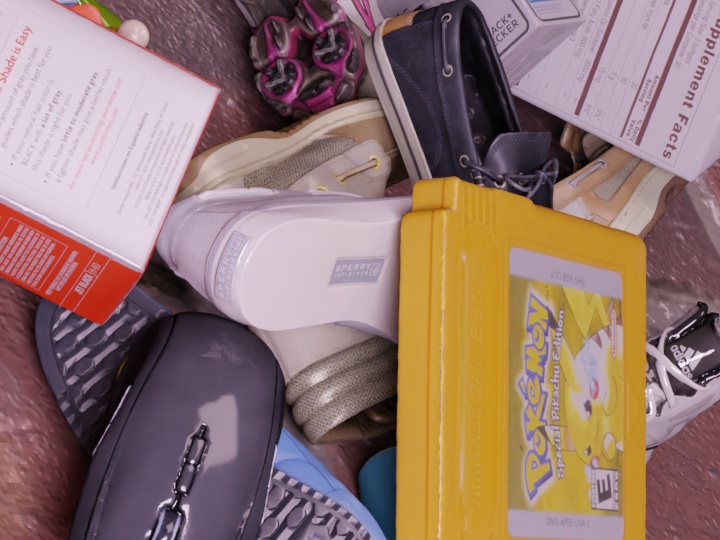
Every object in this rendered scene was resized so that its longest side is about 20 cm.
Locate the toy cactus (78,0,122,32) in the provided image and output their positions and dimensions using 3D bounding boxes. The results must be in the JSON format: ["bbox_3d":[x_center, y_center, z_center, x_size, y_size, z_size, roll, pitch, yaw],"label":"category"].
[{"bbox_3d":[-0.159,-0.148,1.241,0.164,0.102,0.201,-3,66,-41],"label":"toy cactus"}]

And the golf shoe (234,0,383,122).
[{"bbox_3d":[-0.031,-0.149,1.422,0.092,0.072,0.201,36,33,-56],"label":"golf shoe"}]

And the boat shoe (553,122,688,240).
[{"bbox_3d":[0.154,-0.066,1.552,0.076,0.072,0.200,45,31,-2],"label":"boat shoe"}]

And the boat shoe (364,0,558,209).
[{"bbox_3d":[0.067,-0.044,1.300,0.074,0.062,0.201,1,64,-62],"label":"boat shoe"}]

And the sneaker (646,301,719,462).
[{"bbox_3d":[0.125,0.057,1.335,0.200,0.115,0.076,-8,62,-54],"label":"sneaker"}]

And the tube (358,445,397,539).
[{"bbox_3d":[0.036,0.175,1.168,0.077,0.050,0.201,16,49,-32],"label":"tube"}]

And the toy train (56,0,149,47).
[{"bbox_3d":[-0.186,-0.147,1.163,0.149,0.056,0.202,-16,90,-14],"label":"toy train"}]

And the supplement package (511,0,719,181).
[{"bbox_3d":[0.145,-0.156,1.525,0.199,0.118,0.117,27,26,15],"label":"supplement package"}]

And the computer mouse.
[{"bbox_3d":[-0.050,0.106,1.042,0.140,0.046,0.201,27,55,-4],"label":"computer mouse"}]

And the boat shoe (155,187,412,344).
[{"bbox_3d":[-0.015,-0.006,1.174,0.068,0.073,0.199,28,20,33],"label":"boat shoe"}]

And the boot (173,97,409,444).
[{"bbox_3d":[0.000,0.000,1.284,0.199,0.072,0.155,-21,72,-52],"label":"boot"}]

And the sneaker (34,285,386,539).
[{"bbox_3d":[-0.064,0.081,1.137,0.200,0.066,0.078,44,0,7],"label":"sneaker"}]

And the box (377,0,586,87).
[{"bbox_3d":[0.022,-0.184,1.472,0.201,0.117,0.060,55,32,12],"label":"box"}]

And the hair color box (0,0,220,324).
[{"bbox_3d":[-0.170,-0.071,1.088,0.199,0.061,0.102,28,58,-10],"label":"hair color box"}]

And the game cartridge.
[{"bbox_3d":[0.078,0.058,1.200,0.200,0.032,0.178,13,76,-59],"label":"game cartridge"}]
